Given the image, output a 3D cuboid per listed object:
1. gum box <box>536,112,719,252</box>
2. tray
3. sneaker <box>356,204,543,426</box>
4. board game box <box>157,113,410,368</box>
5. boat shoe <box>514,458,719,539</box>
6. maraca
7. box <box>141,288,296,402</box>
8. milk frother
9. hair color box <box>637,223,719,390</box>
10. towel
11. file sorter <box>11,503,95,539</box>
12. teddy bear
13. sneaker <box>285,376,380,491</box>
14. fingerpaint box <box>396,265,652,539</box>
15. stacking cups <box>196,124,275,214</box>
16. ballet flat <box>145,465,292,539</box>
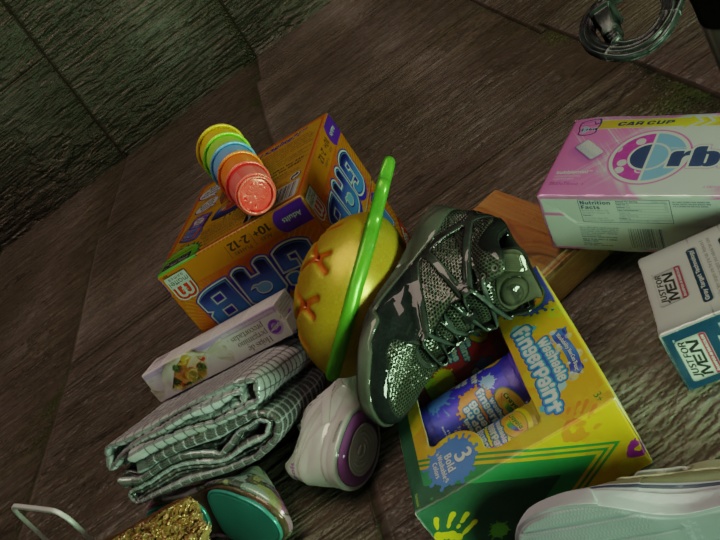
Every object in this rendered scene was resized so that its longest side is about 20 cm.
[{"bbox_3d":[0.263,-0.079,0.766,0.197,0.067,0.114,4,47,37],"label":"gum box"},{"bbox_3d":[0.162,-0.025,0.895,0.098,0.037,0.200,-41,26,-7],"label":"tray"},{"bbox_3d":[0.072,0.035,0.687,0.113,0.076,0.201,6,57,42],"label":"sneaker"},{"bbox_3d":[-0.076,-0.016,0.999,0.198,0.201,0.201,-26,27,23],"label":"board game box"},{"bbox_3d":[0.193,0.157,0.530,0.197,0.073,0.062,-16,7,32],"label":"boat shoe"},{"bbox_3d":[0.000,0.000,0.767,0.137,0.105,0.204,159,126,-86],"label":"maraca"},{"bbox_3d":[-0.151,0.083,0.925,0.198,0.039,0.042,-28,16,24],"label":"box"},{"bbox_3d":[0.334,-0.216,0.808,0.197,0.189,0.182,-18,30,36],"label":"milk frother"},{"bbox_3d":[0.312,0.000,0.623,0.197,0.061,0.101,-26,27,23],"label":"hair color box"},{"bbox_3d":[-0.142,0.156,0.880,0.198,0.087,0.165,-28,3,18],"label":"towel"},{"bbox_3d":[-0.334,0.346,0.824,0.137,0.125,0.201,-11,36,44],"label":"file sorter"},{"bbox_3d":[-0.221,0.272,0.743,0.144,0.068,0.199,-29,-5,39],"label":"teddy bear"},{"bbox_3d":[-0.013,0.120,0.834,0.098,0.075,0.201,-14,34,38],"label":"sneaker"},{"bbox_3d":[0.113,0.107,0.691,0.165,0.074,0.201,-32,26,11],"label":"fingerpaint box"},{"bbox_3d":[-0.128,-0.110,0.907,0.060,0.061,0.200,-39,27,-5],"label":"stacking cups"},{"bbox_3d":[-0.129,0.226,0.835,0.198,0.070,0.071,-17,12,38],"label":"ballet flat"}]
